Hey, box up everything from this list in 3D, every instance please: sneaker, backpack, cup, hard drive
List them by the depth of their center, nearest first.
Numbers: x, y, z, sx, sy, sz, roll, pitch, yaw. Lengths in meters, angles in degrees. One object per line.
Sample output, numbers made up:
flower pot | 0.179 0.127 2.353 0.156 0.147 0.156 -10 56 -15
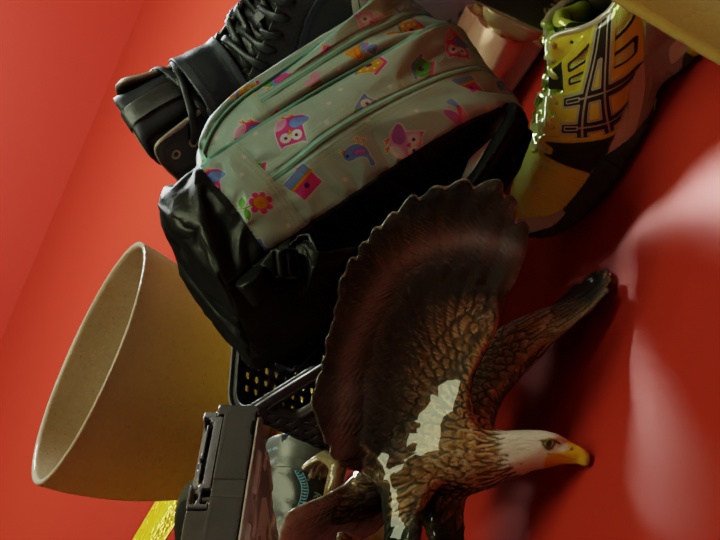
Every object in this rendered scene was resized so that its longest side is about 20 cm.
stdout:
backpack | -0.007 -0.052 1.110 0.200 0.127 0.167 -37 -12 -10
sneaker | 0.125 -0.109 1.146 0.200 0.076 0.075 -61 18 24
sneaker | -0.067 -0.129 1.156 0.202 0.146 0.077 87 159 -48
hard drive | -0.072 0.196 1.209 0.140 0.038 0.200 -84 -9 -51
sneaker | -0.080 0.176 1.396 0.200 0.073 0.082 -44 28 54
cup | -0.146 0.097 1.595 0.200 0.143 0.200 -57 18 30

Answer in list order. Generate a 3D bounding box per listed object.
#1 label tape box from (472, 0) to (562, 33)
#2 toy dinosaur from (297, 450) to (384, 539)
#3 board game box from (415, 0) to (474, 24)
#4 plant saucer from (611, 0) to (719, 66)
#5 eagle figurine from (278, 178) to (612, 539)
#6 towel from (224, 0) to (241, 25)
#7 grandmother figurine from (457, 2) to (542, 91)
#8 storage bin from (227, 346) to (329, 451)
label tape box | 0.113 -0.209 1.149 0.143 0.200 0.066 -60 33 16
toy dinosaur | 0.002 0.154 1.232 0.200 0.058 0.101 -67 29 23
board game box | 0.003 -0.140 1.405 0.026 0.200 0.200 29 95 37
plant saucer | 0.167 -0.230 1.038 0.200 0.200 0.048 -60 -11 17
eagle figurine | 0.048 0.071 1.058 0.152 0.151 0.200 129 150 -70
towel | -0.033 -0.117 1.439 0.112 0.200 0.049 -36 46 -29
grandmother figurine | 0.054 -0.088 1.386 0.200 0.061 0.121 -62 16 23
storage bin | 0.000 0.000 1.277 0.135 0.094 0.200 -33 43 40
